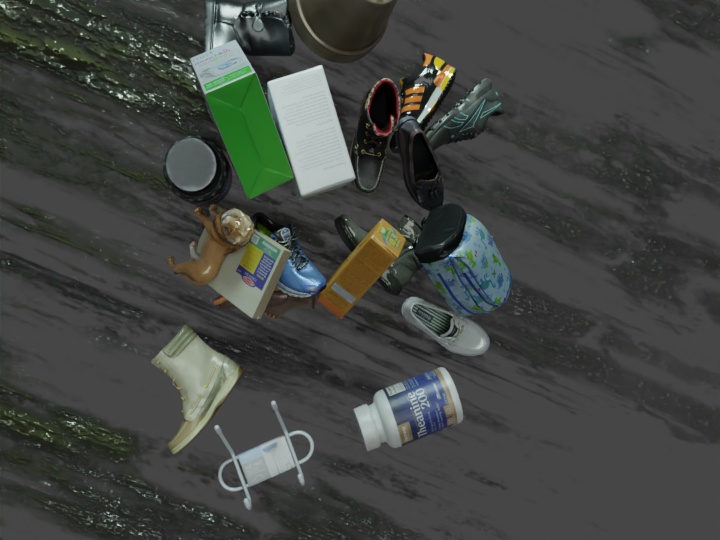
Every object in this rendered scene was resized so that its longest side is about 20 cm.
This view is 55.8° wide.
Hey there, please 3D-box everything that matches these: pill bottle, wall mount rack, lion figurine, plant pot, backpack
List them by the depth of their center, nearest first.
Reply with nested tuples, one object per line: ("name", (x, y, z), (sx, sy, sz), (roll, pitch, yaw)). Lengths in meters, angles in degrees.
("pill bottle", (-0.285, -0.174, 1.194), (0.108, 0.200, 0.116), (0, 93, -7))
("plant pot", (-0.010, -0.497, 1.205), (0.195, 0.172, 0.207), (2, 86, -26))
("lion figurine", (-0.265, -0.037, 1.214), (0.122, 0.072, 0.202), (43, 118, 22))
("backpack", (0.198, -0.006, 1.287), (0.150, 0.164, 0.204), (-4, 123, 27))
("wall mount rack", (-0.189, 0.345, 1.294), (0.195, 0.075, 0.178), (-22, 95, -7))
("pill bottle", (0.090, 0.272, 1.310), (0.195, 0.111, 0.114), (-20, 95, -6))

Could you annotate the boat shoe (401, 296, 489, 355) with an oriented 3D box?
("boat shoe", (0.170, 0.117, 1.336), (0.196, 0.067, 0.075), (23, 90, -8))

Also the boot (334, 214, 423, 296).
("boot", (0.050, -0.062, 1.321), (0.131, 0.068, 0.200), (-45, 103, -10))

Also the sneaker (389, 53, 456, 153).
("sneaker", (0.100, -0.324, 1.313), (0.089, 0.070, 0.202), (35, 88, 8))

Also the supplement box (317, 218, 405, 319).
("supplement box", (0.000, 0.000, 1.253), (0.068, 0.067, 0.201), (36, 129, -5))

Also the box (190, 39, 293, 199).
("box", (-0.208, -0.261, 1.175), (0.095, 0.178, 0.203), (-23, 128, -6))

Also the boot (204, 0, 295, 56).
("boot", (-0.203, -0.406, 1.256), (0.163, 0.076, 0.207), (0, 87, -4))

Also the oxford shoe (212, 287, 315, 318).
("oxford shoe", (-0.179, 0.059, 1.286), (0.194, 0.071, 0.075), (-9, 98, -8))

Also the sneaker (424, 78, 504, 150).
("sneaker", (0.196, -0.283, 1.318), (0.199, 0.075, 0.080), (-41, 99, -4))

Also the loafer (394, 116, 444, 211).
("loafer", (0.116, -0.188, 1.277), (0.071, 0.063, 0.203), (-29, 125, -6))

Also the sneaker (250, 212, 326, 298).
("sneaker", (-0.140, -0.031, 1.241), (0.199, 0.090, 0.078), (39, 46, 14))

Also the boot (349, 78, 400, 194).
("boot", (0.028, -0.248, 1.257), (0.071, 0.151, 0.206), (10, 91, -8))

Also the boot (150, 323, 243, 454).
("boot", (-0.334, 0.221, 1.271), (0.154, 0.072, 0.202), (38, 82, -8))

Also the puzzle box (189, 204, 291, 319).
("puzzle box", (-0.223, -0.018, 1.231), (0.198, 0.025, 0.136), (32, 98, 32))

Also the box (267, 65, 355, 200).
("box", (-0.093, -0.243, 1.241), (0.104, 0.152, 0.205), (-18, 95, -7))
